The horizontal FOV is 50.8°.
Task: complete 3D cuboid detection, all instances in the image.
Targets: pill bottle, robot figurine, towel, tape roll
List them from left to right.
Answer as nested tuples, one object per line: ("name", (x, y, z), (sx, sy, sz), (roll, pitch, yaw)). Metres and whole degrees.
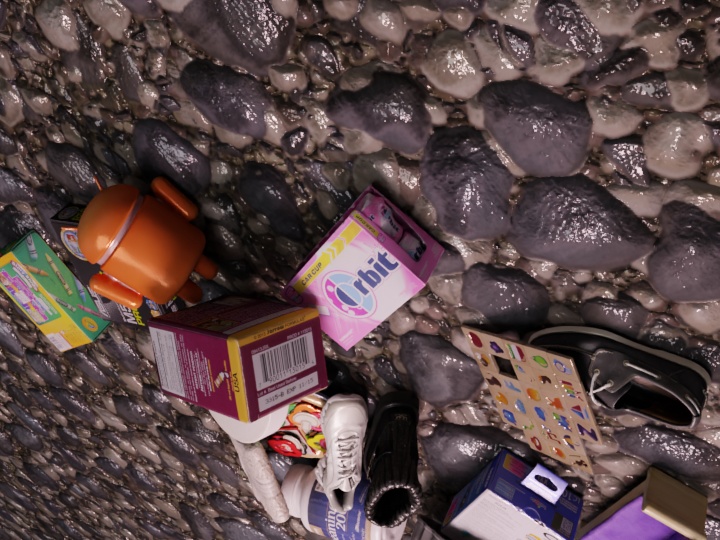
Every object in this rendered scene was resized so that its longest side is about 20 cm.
("robot figurine", (-0.284, -0.036, 1.000), (0.198, 0.118, 0.144), (34, 124, -21))
("tape roll", (-0.178, 0.147, 1.101), (0.200, 0.037, 0.208), (19, 117, 42))
("towel", (-0.173, 0.320, 1.242), (0.135, 0.034, 0.199), (69, 162, -10))
("pill bottle", (-0.030, 0.379, 1.231), (0.196, 0.112, 0.113), (7, 132, 30))

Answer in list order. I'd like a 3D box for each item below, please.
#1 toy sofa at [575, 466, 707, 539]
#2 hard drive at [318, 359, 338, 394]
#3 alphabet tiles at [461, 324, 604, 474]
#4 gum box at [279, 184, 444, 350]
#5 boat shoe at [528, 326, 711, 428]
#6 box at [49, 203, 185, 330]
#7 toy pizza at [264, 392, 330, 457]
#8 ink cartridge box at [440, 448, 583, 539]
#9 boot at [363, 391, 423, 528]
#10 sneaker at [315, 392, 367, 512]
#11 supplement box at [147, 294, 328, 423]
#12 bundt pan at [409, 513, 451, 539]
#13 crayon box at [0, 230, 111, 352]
("toy sofa", (0.349, 0.348, 0.969), (0.082, 0.098, 0.202), (29, 139, 5))
("hard drive", (-0.130, 0.164, 1.158), (0.138, 0.033, 0.201), (37, 139, -2))
("alphabet tiles", (0.213, 0.159, 0.907), (0.166, 0.008, 0.202), (14, 139, 52))
("gum box", (0.000, 0.000, 0.896), (0.113, 0.067, 0.200), (39, 139, -7))
("boat shoe", (0.273, 0.115, 0.827), (0.196, 0.068, 0.073), (16, 137, 24))
("box", (-0.362, 0.000, 1.150), (0.157, 0.045, 0.203), (8, 132, 26))
("toy pizza", (-0.097, 0.241, 1.162), (0.195, 0.032, 0.203), (10, 140, 8))
("ink cartridge box", (0.217, 0.340, 1.063), (0.135, 0.077, 0.201), (32, 140, 4))
("boot", (0.042, 0.293, 1.058), (0.077, 0.160, 0.214), (1, 133, 0))
("sneaker", (-0.022, 0.264, 1.098), (0.073, 0.082, 0.204), (-3, 124, -12))
("supplement box", (-0.154, 0.102, 0.938), (0.197, 0.129, 0.106), (6, 108, 46))
("bundt pan", (0.151, 0.456, 1.140), (0.199, 0.077, 0.202), (32, 174, 4))
("crayon box", (-0.529, 0.039, 1.284), (0.117, 0.059, 0.202), (-16, 118, 41))
